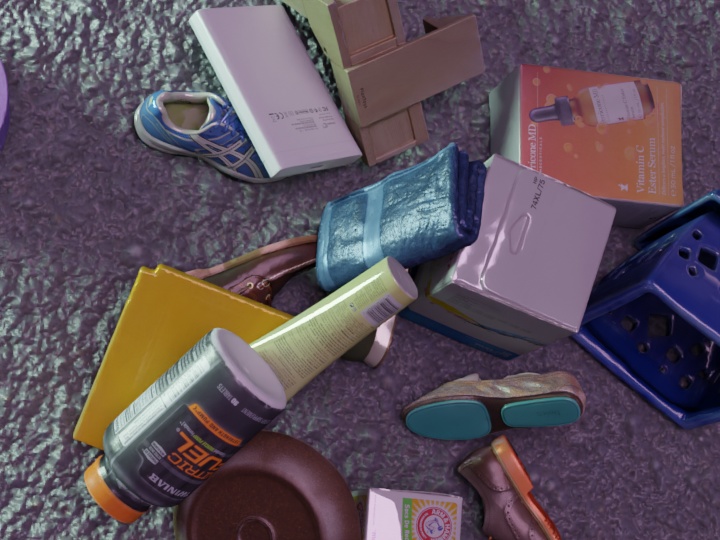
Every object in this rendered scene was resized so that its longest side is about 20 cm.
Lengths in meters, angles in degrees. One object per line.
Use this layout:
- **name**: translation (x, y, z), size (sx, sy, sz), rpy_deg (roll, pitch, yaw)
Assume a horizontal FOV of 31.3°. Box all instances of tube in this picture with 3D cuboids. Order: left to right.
- **tube**: translation (-0.036, 0.060, 1.280), size (0.200, 0.052, 0.058), rpy_deg (-37, 58, 17)

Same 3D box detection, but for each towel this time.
- **towel**: translation (0.035, -0.049, 1.310), size (0.049, 0.200, 0.112), rpy_deg (32, 52, -38)

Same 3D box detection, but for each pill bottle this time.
- **pill bottle**: translation (-0.176, 0.158, 1.251), size (0.200, 0.106, 0.106), rpy_deg (-43, 91, 10)

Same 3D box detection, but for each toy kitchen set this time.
- **toy kitchen set**: translation (0.023, -0.264, 1.464), size (0.163, 0.180, 0.200), rpy_deg (-25, 125, -15)

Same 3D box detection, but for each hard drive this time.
- **hard drive**: translation (-0.091, -0.199, 1.402), size (0.132, 0.027, 0.200), rpy_deg (-16, 74, -47)

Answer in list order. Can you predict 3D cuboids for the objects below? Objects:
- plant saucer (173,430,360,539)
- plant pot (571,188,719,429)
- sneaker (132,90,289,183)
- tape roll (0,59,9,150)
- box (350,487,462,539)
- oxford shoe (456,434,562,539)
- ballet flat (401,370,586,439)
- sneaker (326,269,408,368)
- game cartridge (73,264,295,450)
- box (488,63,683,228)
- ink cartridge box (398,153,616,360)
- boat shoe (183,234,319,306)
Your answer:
- **plant saucer**: translation (-0.100, 0.261, 1.283), size (0.200, 0.037, 0.201), rpy_deg (2, 96, 14)
- **plant pot**: translation (0.381, 0.036, 1.428), size (0.200, 0.200, 0.180), rpy_deg (39, 65, -4)
- **sneaker**: translation (-0.145, -0.147, 1.393), size (0.200, 0.077, 0.076), rpy_deg (10, 74, -15)
- **tape roll**: translation (-0.466, -0.174, 1.325), size (0.200, 0.066, 0.200), rpy_deg (3, 78, -13)
- **box**: translation (0.035, 0.327, 1.318), size (0.101, 0.112, 0.200), rpy_deg (8, 75, -14)
- **oxford shoe**: translation (0.173, 0.283, 1.396), size (0.073, 0.071, 0.200), rpy_deg (-28, 82, 3)
- **ballet flat**: translation (0.146, 0.143, 1.404), size (0.200, 0.068, 0.067), rpy_deg (-3, 36, 9)
- **sneaker**: translation (0.000, 0.000, 1.401), size (0.090, 0.067, 0.200), rpy_deg (15, 78, -16)
- **game cartridge**: translation (-0.177, 0.111, 1.319), size (0.176, 0.032, 0.200), rpy_deg (23, 94, -9)
- **box**: translation (0.257, -0.140, 1.477), size (0.200, 0.106, 0.153), rpy_deg (4, 77, -13)
- **ink cartridge box**: translation (0.151, -0.008, 1.372), size (0.146, 0.200, 0.147), rpy_deg (23, 74, -9)
- **boat shoe**: translation (-0.128, 0.022, 1.366), size (0.200, 0.070, 0.070), rpy_deg (-21, 77, -9)
